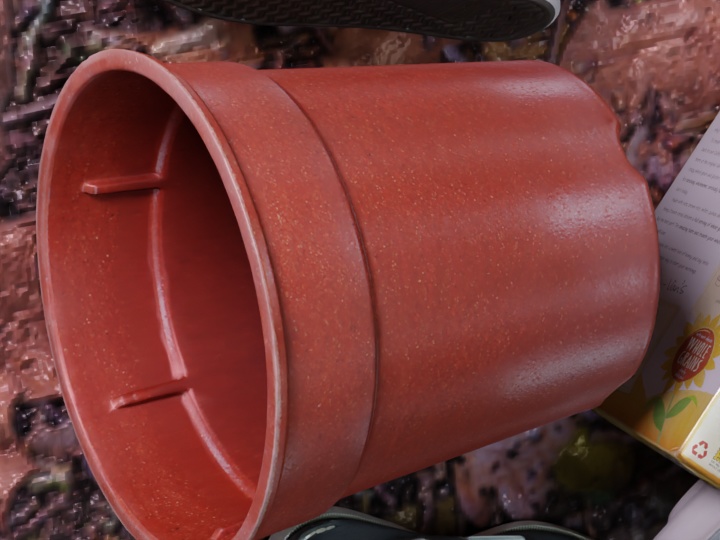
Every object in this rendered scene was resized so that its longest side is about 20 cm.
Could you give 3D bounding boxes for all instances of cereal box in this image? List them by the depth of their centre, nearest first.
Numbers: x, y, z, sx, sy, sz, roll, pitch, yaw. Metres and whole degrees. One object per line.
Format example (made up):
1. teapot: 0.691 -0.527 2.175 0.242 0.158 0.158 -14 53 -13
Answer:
1. cereal box: 0.173 -0.012 1.045 0.039 0.144 0.200 34 90 -20

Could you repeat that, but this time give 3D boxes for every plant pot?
1. plant pot: 0.000 0.000 0.954 0.195 0.201 0.202 -11 109 -30

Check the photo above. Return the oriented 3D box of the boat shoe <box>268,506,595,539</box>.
1. boat shoe: 0.053 0.152 1.084 0.199 0.062 0.073 13 99 -27

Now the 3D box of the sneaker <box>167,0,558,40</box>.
1. sneaker: -0.017 -0.147 0.966 0.199 0.073 0.085 6 71 -20

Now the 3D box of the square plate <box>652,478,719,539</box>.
1. square plate: 0.219 0.064 1.067 0.200 0.028 0.198 -13 148 -54
